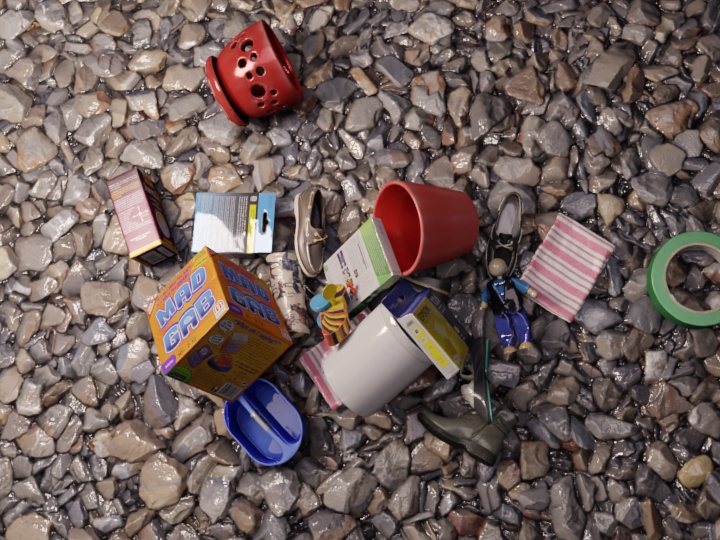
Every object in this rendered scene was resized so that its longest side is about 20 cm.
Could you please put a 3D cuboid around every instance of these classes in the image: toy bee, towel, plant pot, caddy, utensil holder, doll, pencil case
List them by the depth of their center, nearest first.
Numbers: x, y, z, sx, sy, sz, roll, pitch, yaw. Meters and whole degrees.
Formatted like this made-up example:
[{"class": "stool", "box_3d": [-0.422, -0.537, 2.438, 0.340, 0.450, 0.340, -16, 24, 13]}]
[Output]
[{"class": "utensil holder", "box_3d": [0.042, 0.179, 1.578, 0.200, 0.169, 0.171, -42, 75, 17]}, {"class": "toy bee", "box_3d": [-0.055, 0.065, 1.609, 0.107, 0.132, 0.202, -24, 59, -5]}, {"class": "plant pot", "box_3d": [0.147, -0.097, 1.640, 0.174, 0.200, 0.205, -7, 74, -30]}, {"class": "doll", "box_3d": [0.323, 0.072, 1.645, 0.135, 0.048, 0.204, -20, 82, 33]}, {"class": "caddy", "box_3d": [-0.209, 0.331, 1.661, 0.200, 0.105, 0.142, 43, 86, 14]}, {"class": "towel", "box_3d": [0.450, -0.008, 1.665, 0.145, 0.030, 0.202, 32, 85, 12]}, {"class": "towel", "box_3d": [-0.022, 0.196, 1.701, 0.199, 0.030, 0.147, -37, 77, 0]}, {"class": "pencil case", "box_3d": [-0.166, 0.056, 1.723, 0.076, 0.089, 0.205, 2, 71, -35]}, {"class": "plant pot", "box_3d": [-0.255, -0.457, 1.786, 0.180, 0.200, 0.204, -25, 76, 10]}]

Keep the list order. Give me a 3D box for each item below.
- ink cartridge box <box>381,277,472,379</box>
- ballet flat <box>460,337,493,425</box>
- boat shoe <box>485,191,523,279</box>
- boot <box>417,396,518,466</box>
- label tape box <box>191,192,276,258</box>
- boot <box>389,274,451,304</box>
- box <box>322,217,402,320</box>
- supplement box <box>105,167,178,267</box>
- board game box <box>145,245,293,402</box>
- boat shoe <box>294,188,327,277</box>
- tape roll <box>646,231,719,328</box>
[{"class": "ink cartridge box", "box_3d": [0.144, 0.104, 1.560, 0.047, 0.198, 0.201, -38, 90, 22]}, {"class": "ballet flat", "box_3d": [0.246, 0.235, 1.614, 0.071, 0.074, 0.203, -2, 54, 8]}, {"class": "boat shoe", "box_3d": [0.324, -0.076, 1.688, 0.072, 0.060, 0.204, 15, 81, 9]}, {"class": "boot", "box_3d": [0.231, 0.318, 1.632, 0.197, 0.068, 0.132, 27, 71, 13]}, {"class": "label tape box", "box_3d": [-0.290, -0.105, 1.784, 0.195, 0.063, 0.148, 1, 78, 9]}, {"class": "boot", "box_3d": [0.092, 0.074, 1.689, 0.196, 0.077, 0.142, 14, 86, 12]}, {"class": "box", "box_3d": [0.000, 0.000, 1.664, 0.200, 0.036, 0.147, -42, 58, 41]}, {"class": "supplement box", "box_3d": [-0.516, -0.123, 1.797, 0.084, 0.110, 0.204, -23, 76, 2]}, {"class": "board game box", "box_3d": [-0.302, 0.117, 1.616, 0.199, 0.199, 0.201, -42, 46, 13]}, {"class": "boat shoe", "box_3d": [-0.109, -0.089, 1.745, 0.059, 0.071, 0.205, -17, 70, 36]}, {"class": "tape roll", "box_3d": [0.717, 0.020, 1.618, 0.195, 0.048, 0.205, -2, 78, 7]}]
